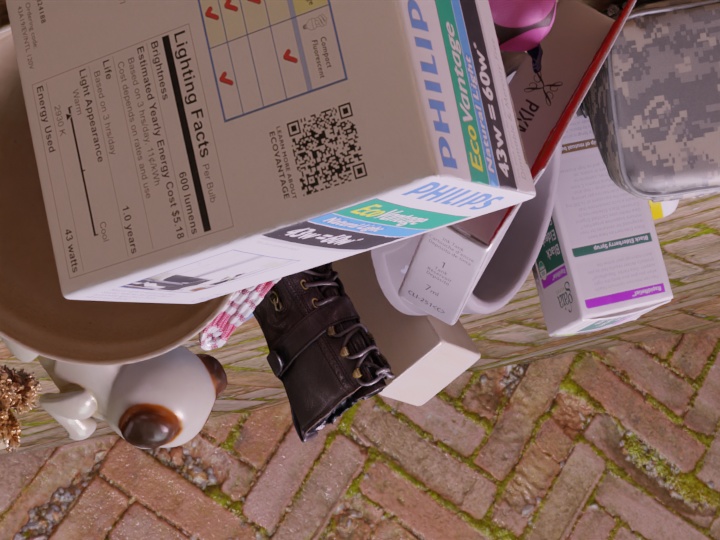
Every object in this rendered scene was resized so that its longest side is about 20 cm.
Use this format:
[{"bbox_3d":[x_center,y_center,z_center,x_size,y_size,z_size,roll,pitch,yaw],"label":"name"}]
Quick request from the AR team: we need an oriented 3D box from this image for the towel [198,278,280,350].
[{"bbox_3d":[-0.061,-0.063,1.084,0.030,0.148,0.200,13,141,-26],"label":"towel"}]

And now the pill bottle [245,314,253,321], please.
[{"bbox_3d":[-0.115,-0.011,1.537,0.108,0.110,0.200,-9,170,-23],"label":"pill bottle"}]

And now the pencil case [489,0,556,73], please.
[{"bbox_3d":[0.011,-0.150,0.990,0.198,0.092,0.094,-6,169,-23],"label":"pencil case"}]

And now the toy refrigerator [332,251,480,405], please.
[{"bbox_3d":[0.000,0.000,1.325,0.070,0.201,0.076,-39,156,14],"label":"toy refrigerator"}]

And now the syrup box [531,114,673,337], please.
[{"bbox_3d":[0.168,-0.057,1.377,0.081,0.202,0.079,-10,171,-14],"label":"syrup box"}]

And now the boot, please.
[{"bbox_3d":[-0.026,0.003,1.182,0.069,0.175,0.200,-18,158,-35],"label":"boot"}]

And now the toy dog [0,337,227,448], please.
[{"bbox_3d":[-0.209,0.068,1.563,0.194,0.200,0.139,-48,174,37],"label":"toy dog"}]

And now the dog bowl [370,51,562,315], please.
[{"bbox_3d":[0.078,-0.063,1.215,0.058,0.202,0.200,12,-178,26],"label":"dog bowl"}]

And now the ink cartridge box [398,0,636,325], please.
[{"bbox_3d":[0.101,-0.090,1.055,0.044,0.201,0.177,29,147,4],"label":"ink cartridge box"}]

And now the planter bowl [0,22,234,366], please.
[{"bbox_3d":[-0.144,-0.064,1.041,0.198,0.202,0.135,-15,-162,13],"label":"planter bowl"}]

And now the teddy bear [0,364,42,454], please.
[{"bbox_3d":[-0.308,0.069,1.373,0.144,0.067,0.200,30,-169,-11],"label":"teddy bear"}]

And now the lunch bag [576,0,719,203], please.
[{"bbox_3d":[0.251,-0.132,1.253,0.198,0.141,0.168,-10,-173,2],"label":"lunch bag"}]

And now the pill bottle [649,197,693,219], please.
[{"bbox_3d":[0.200,-0.089,1.493,0.198,0.116,0.114,-14,170,9],"label":"pill bottle"}]

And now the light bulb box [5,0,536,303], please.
[{"bbox_3d":[-0.046,-0.104,0.835,0.198,0.200,0.125,-16,172,25],"label":"light bulb box"}]
